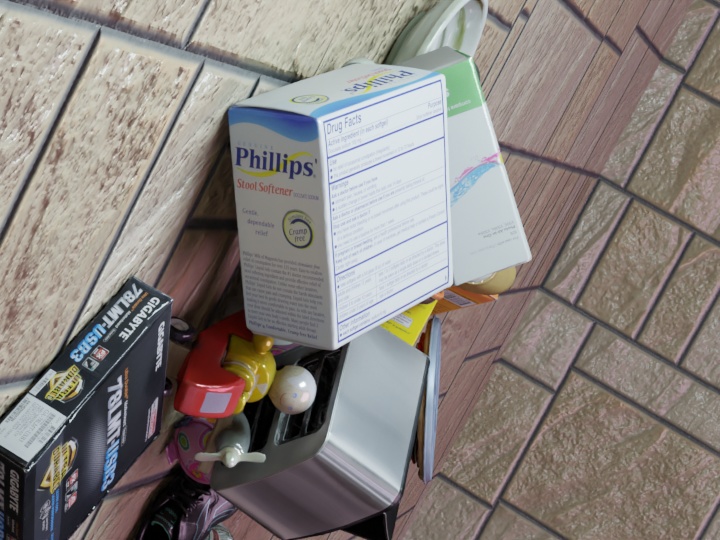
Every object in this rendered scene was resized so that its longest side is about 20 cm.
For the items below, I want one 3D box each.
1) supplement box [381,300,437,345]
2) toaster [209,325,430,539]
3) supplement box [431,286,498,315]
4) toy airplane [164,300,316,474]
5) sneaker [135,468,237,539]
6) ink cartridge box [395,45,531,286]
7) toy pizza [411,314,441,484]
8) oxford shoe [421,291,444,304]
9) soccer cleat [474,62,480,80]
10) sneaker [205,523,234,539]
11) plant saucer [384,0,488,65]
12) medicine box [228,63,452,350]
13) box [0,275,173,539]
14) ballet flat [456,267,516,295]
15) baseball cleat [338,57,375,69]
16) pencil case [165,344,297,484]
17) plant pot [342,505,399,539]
[{"bbox_3d":[0.030,-0.005,1.801,0.201,0.109,0.109,-61,-162,4],"label":"supplement box"},{"bbox_3d":[-0.040,0.163,1.582,0.180,0.118,0.202,-24,-140,41],"label":"toaster"},{"bbox_3d":[0.073,0.012,1.905,0.068,0.199,0.067,26,64,-39],"label":"supplement box"},{"bbox_3d":[-0.099,0.085,1.514,0.200,0.140,0.201,-55,166,-22],"label":"toy airplane"},{"bbox_3d":[-0.178,0.252,1.719,0.201,0.075,0.079,-59,165,-8],"label":"sneaker"},{"bbox_3d":[0.086,-0.101,1.545,0.087,0.202,0.145,-20,-167,-2],"label":"ink cartridge box"},{"bbox_3d":[0.075,0.153,1.934,0.200,0.031,0.203,3,90,-85],"label":"toy pizza"},{"bbox_3d":[0.000,0.000,1.704,0.073,0.199,0.072,-51,-146,26],"label":"oxford shoe"},{"bbox_3d":[0.082,-0.161,1.878,0.073,0.067,0.202,-92,-159,-68],"label":"soccer cleat"},{"bbox_3d":[-0.178,0.333,1.877,0.078,0.082,0.200,-59,168,-3],"label":"sneaker"},{"bbox_3d":[0.064,-0.213,1.698,0.201,0.050,0.201,-55,166,-21],"label":"plant saucer"},{"bbox_3d":[-0.012,-0.060,1.392,0.181,0.102,0.203,-25,118,-49],"label":"medicine box"},{"bbox_3d":[-0.231,0.136,1.331,0.199,0.049,0.201,-49,164,-37],"label":"box"},{"bbox_3d":[0.091,-0.030,1.720,0.069,0.199,0.063,-56,-162,3],"label":"ballet flat"},{"bbox_3d":[-0.038,-0.110,1.531,0.106,0.069,0.202,-29,144,-42],"label":"baseball cleat"},{"bbox_3d":[-0.121,0.146,1.701,0.200,0.087,0.088,-43,159,-50],"label":"pencil case"},{"bbox_3d":[-0.031,0.198,1.948,0.200,0.198,0.179,83,26,-69],"label":"plant pot"}]
